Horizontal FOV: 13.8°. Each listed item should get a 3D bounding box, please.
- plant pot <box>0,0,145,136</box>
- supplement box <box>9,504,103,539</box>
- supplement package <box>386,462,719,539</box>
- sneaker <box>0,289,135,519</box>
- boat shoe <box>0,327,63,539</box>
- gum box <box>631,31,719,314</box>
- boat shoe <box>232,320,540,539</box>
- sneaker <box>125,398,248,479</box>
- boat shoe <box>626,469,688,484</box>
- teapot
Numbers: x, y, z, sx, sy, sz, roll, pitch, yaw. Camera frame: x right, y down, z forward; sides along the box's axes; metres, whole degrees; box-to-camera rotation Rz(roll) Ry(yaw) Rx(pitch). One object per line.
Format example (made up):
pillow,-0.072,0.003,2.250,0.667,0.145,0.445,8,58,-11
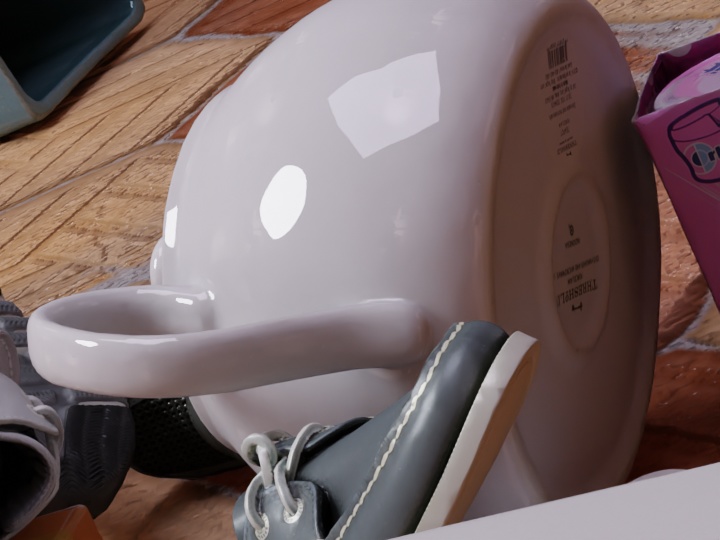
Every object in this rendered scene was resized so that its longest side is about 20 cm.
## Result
plant pot,-0.298,-0.172,1.922,0.200,0.196,0.196,-26,15,27
supplement box,-0.125,0.150,0.910,0.069,0.067,0.200,-17,19,20
supplement package,0.028,0.150,0.548,0.200,0.147,0.191,-16,19,29
sneaker,-0.148,0.078,1.131,0.075,0.116,0.200,3,22,-29
boat shoe,-0.130,0.065,0.953,0.068,0.072,0.200,-3,17,9
gum box,0.201,-0.040,0.928,0.200,0.114,0.066,-19,18,20
boat shoe,-0.016,0.077,0.806,0.073,0.062,0.200,-52,-6,-48
sneaker,-0.012,0.038,1.072,0.200,0.080,0.086,-23,27,29
boat shoe,0.048,0.101,0.800,0.071,0.069,0.200,-12,22,36
teapot,0.000,0.000,0.923,0.146,0.200,0.198,-1,57,23
